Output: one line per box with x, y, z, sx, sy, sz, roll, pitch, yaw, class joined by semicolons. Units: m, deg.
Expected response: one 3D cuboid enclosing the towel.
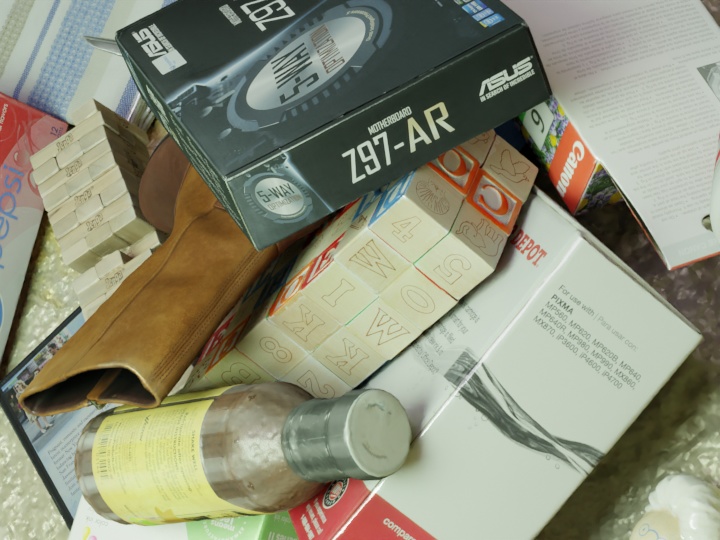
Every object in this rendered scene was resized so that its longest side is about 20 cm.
-0.177;-0.166;1.477;0.200;0.024;0.147;19;84;38;towel

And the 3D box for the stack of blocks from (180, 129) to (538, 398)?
0.000;0.000;1.197;0.200;0.059;0.115;-41;15;40;stack of blocks

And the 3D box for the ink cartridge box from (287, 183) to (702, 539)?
0.057;0.065;1.154;0.200;0.084;0.144;-51;15;5;ink cartridge box

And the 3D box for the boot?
-0.100;0.006;1.207;0.188;0.068;0.200;-2;42;49;boot

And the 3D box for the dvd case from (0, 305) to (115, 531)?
-0.116;0.091;1.333;0.143;0.018;0.200;-43;55;11;dvd case

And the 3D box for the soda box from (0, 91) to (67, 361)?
-0.242;-0.006;1.416;0.063;0.070;0.200;0;71;47;soda box

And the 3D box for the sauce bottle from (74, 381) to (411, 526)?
-0.057;0.086;1.129;0.200;0.065;0.065;-11;64;49;sauce bottle

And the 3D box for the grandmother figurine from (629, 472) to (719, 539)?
0.114;0.186;1.125;0.121;0.061;0.200;35;94;28;grandmother figurine

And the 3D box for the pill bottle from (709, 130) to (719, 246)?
0.229;-0.092;1.113;0.112;0.112;0.200;-10;47;29;pill bottle

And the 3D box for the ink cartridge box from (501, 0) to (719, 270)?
0.139;-0.079;1.184;0.109;0.050;0.200;-17;61;-24;ink cartridge box

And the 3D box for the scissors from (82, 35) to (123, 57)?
-0.047;-0.105;1.271;0.200;0.014;0.073;29;93;6;scissors

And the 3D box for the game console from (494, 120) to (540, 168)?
0.017;-0.120;1.280;0.200;0.172;0.119;-55;26;1;game console

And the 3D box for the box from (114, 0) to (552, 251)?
-0.019;-0.102;1.170;0.160;0.044;0.200;-28;32;-7;box

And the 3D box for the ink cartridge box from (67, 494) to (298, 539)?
-0.105;0.201;1.234;0.117;0.067;0.200;13;83;30;ink cartridge box

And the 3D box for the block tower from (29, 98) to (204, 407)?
-0.128;0.001;1.332;0.058;0.054;0.200;-32;56;16;block tower
